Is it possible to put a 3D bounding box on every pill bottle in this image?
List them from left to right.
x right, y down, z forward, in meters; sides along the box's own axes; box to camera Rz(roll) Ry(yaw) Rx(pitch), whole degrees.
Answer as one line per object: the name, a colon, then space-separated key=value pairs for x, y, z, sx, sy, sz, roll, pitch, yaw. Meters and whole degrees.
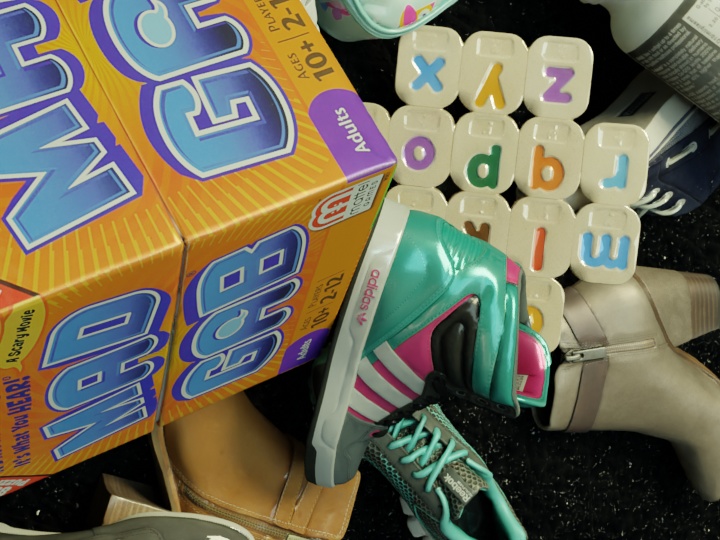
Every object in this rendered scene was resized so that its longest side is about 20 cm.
pill bottle: x=0.233 y=-0.164 z=0.814 sx=0.200 sy=0.116 sz=0.117 roll=35 pitch=82 yaw=-7

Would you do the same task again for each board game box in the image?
board game box: x=-0.133 y=-0.045 z=0.607 sx=0.199 sy=0.200 sz=0.200 roll=-22 pitch=69 yaw=-22

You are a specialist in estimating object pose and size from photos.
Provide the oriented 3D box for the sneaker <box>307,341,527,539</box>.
sneaker: x=0.046 y=0.120 z=0.832 sx=0.078 sy=0.091 sz=0.200 roll=-46 pitch=115 yaw=-14

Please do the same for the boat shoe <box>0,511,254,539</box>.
boat shoe: x=-0.158 y=0.177 z=0.720 sx=0.199 sy=0.057 sz=0.067 roll=1 pitch=120 yaw=-5

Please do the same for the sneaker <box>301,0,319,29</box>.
sneaker: x=-0.057 y=-0.163 z=0.710 sx=0.066 sy=0.200 sz=0.091 roll=-5 pitch=59 yaw=-8

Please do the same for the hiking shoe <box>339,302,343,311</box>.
hiking shoe: x=0.000 y=0.000 z=0.753 sx=0.200 sy=0.101 sz=0.076 roll=45 pitch=102 yaw=-2

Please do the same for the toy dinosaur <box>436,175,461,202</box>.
toy dinosaur: x=0.075 y=-0.048 z=0.847 sx=0.088 sy=0.047 sz=0.201 roll=30 pitch=82 yaw=-21

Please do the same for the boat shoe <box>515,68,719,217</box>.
boat shoe: x=0.189 y=-0.063 z=0.872 sx=0.200 sy=0.075 sz=0.093 roll=-38 pitch=117 yaw=-29

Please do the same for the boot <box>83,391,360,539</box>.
boot: x=-0.064 y=0.108 z=0.776 sx=0.155 sy=0.077 sz=0.201 roll=18 pitch=96 yaw=-22

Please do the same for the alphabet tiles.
alphabet tiles: x=0.075 y=-0.049 z=0.795 sx=0.199 sy=0.015 sz=0.197 roll=6 pitch=99 yaw=7

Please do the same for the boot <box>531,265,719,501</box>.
boot: x=0.194 y=0.090 z=0.924 sx=0.146 sy=0.070 sz=0.201 roll=-13 pitch=104 yaw=-18

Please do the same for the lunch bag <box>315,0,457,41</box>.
lunch bag: x=0.011 y=-0.252 z=0.758 sx=0.160 sy=0.077 sz=0.200 roll=-36 pitch=114 yaw=-17

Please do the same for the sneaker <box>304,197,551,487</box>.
sneaker: x=0.042 y=0.058 z=0.707 sx=0.120 sy=0.084 sz=0.201 roll=17 pitch=130 yaw=1
